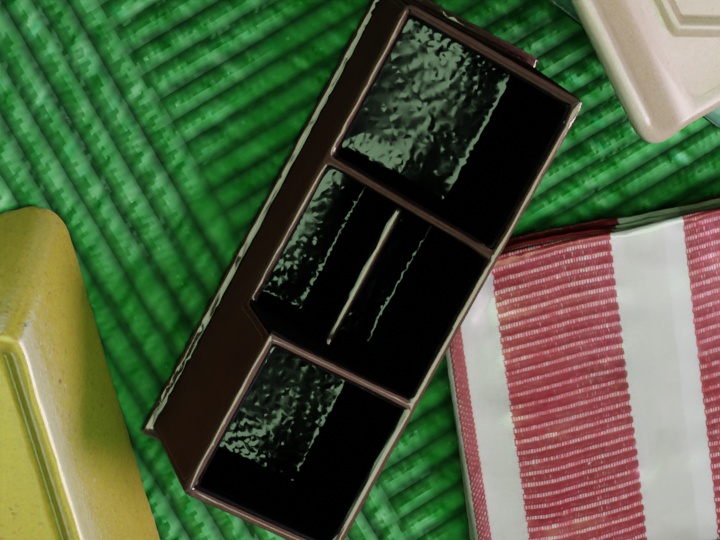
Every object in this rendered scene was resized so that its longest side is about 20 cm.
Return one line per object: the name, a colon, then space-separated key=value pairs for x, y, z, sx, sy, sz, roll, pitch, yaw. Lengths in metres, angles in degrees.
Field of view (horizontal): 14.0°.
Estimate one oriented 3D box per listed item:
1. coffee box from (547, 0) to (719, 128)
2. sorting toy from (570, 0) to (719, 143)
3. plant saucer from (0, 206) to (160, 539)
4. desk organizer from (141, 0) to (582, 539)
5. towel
coffee box: x=0.093 y=-0.157 z=1.103 sx=0.200 sy=0.044 sz=0.123 roll=33 pitch=93 yaw=-19
sorting toy: x=0.143 y=-0.172 z=1.074 sx=0.199 sy=0.036 sz=0.186 roll=-32 pitch=108 yaw=-11
plant saucer: x=-0.178 y=0.100 z=1.109 sx=0.199 sy=0.048 sz=0.201 roll=-18 pitch=108 yaw=-8
desk organizer: x=0.000 y=0.000 z=1.107 sx=0.071 sy=0.077 sz=0.201 roll=26 pitch=98 yaw=-19
towel: x=0.133 y=0.042 z=1.181 sx=0.199 sy=0.023 sz=0.145 roll=-12 pitch=109 yaw=-8
